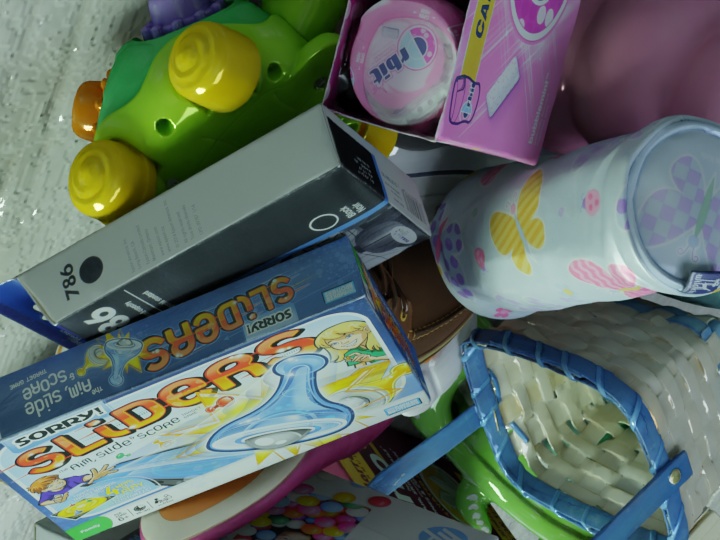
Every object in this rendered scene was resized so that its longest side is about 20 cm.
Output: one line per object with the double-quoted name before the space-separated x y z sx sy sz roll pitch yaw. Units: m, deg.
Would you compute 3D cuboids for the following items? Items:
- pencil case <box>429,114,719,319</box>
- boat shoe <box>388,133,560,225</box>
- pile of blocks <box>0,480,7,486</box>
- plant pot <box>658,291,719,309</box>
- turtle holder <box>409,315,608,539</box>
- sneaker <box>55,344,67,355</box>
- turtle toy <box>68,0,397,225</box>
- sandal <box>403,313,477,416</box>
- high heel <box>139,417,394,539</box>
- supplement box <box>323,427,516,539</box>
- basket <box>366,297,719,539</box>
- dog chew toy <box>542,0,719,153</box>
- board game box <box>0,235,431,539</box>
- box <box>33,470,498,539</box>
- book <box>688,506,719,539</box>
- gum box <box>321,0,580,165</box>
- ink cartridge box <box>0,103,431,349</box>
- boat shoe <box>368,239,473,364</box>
"pencil case" 0.115 -0.022 1.023 0.090 0.084 0.200 -1 176 -28
"boat shoe" 0.038 -0.056 1.131 0.066 0.072 0.199 -55 158 24
"pile of blocks" -0.147 0.097 1.198 0.199 0.082 0.063 17 88 -57
"plant pot" 0.199 -0.060 1.206 0.134 0.202 0.200 -19 151 21
"turtle holder" 0.111 0.095 1.359 0.132 0.185 0.141 -48 -177 12
"sneaker" -0.092 0.044 1.162 0.199 0.079 0.079 5 87 -61
"turtle toy" -0.058 -0.093 0.998 0.200 0.101 0.145 -47 144 18
"sandal" 0.006 -0.006 1.204 0.079 0.059 0.208 -42 130 -20
"high heel" -0.048 0.108 1.133 0.200 0.067 0.096 -48 152 -38
"supplement box" 0.010 0.176 1.355 0.103 0.131 0.199 -46 145 15
"basket" 0.120 0.104 1.197 0.199 0.176 0.140 -32 120 -24
"dog chew toy" 0.148 -0.104 1.066 0.124 0.199 0.126 -23 127 -33
"board game box" -0.076 0.061 1.001 0.198 0.035 0.136 -22 151 6
"box" -0.051 0.155 1.104 0.155 0.199 0.042 -24 125 -50
"book" 0.163 0.201 1.297 0.133 0.048 0.200 -42 -178 -3
"gum box" 0.058 -0.158 0.965 0.113 0.066 0.202 7 98 -62
"ink cartridge box" -0.074 -0.001 0.970 0.199 0.039 0.099 -27 152 18
"boat shoe" -0.003 0.020 1.093 0.199 0.072 0.068 -17 165 -36
